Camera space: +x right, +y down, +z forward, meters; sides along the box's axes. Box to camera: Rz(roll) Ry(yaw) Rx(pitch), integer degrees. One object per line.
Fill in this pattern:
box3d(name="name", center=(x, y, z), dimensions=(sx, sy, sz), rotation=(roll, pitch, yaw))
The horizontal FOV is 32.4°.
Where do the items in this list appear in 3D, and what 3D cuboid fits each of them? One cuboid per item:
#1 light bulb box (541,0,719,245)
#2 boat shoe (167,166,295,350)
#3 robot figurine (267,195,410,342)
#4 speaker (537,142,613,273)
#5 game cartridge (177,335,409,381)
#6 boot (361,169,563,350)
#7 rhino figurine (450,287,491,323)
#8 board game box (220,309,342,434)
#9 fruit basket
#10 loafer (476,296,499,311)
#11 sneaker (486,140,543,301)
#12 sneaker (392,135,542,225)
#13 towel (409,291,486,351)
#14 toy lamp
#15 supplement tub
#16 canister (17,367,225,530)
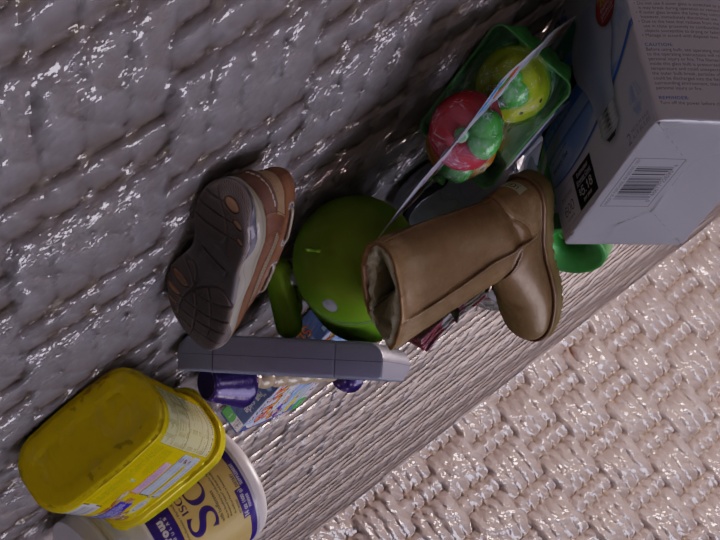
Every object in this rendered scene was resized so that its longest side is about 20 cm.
box3d(name="light bulb box", center=(0.249, -0.157, 1.085), dimensions=(0.123, 0.203, 0.199), rotation=(1, 151, -15))
box3d(name="boat shoe", center=(-0.095, -0.007, 0.962), dimensions=(0.071, 0.076, 0.201), rotation=(-32, 165, -36))
box3d(name="robot figurine", center=(0.000, 0.000, 1.135), dimensions=(0.172, 0.118, 0.200), rotation=(-9, 166, 4))
box3d(name="speaker", center=(0.220, -0.101, 1.212), dimensions=(0.089, 0.087, 0.202), rotation=(115, -7, -60))
box3d(name="game cartridge", center=(-0.062, 0.082, 1.157), dimensions=(0.197, 0.042, 0.133), rotation=(2, 170, 15))
box3d(name="boot", center=(0.089, 0.018, 1.080), dimensions=(0.199, 0.066, 0.178), rotation=(-29, 120, -36))
box3d(name="rhino figurine", center=(0.068, 0.008, 1.276), dimensions=(0.087, 0.060, 0.199), rotation=(-38, -151, -24))
box3d(name="board game box", center=(-0.063, 0.101, 1.443), dimensions=(0.200, 0.035, 0.135), rotation=(-49, 164, 28))
box3d(name="fruit basket", center=(0.103, -0.118, 1.042), dimensions=(0.186, 0.093, 0.200), rotation=(-51, -178, 36))
box3d(name="loafer", center=(0.129, 0.004, 1.388), dimensions=(0.070, 0.198, 0.071), rotation=(23, 80, -49))
box3d(name="sneaker", center=(0.159, -0.055, 1.303), dimensions=(0.076, 0.076, 0.202), rotation=(53, 47, -46))
box3d(name="sneaker", center=(0.138, -0.080, 1.236), dimensions=(0.199, 0.115, 0.075), rotation=(-35, 155, -18))
box3d(name="towel", center=(0.093, 0.000, 1.353), dimensions=(0.199, 0.143, 0.023), rotation=(-39, 127, -20))
box3d(name="toy lamp", center=(-0.083, 0.111, 1.311), dimensions=(0.198, 0.059, 0.058), rotation=(-4, 144, -44))
box3d(name="supplement tub", center=(-0.216, 0.273, 1.339), dimensions=(0.199, 0.146, 0.146), rotation=(-31, 163, -35))
box3d(name="canister", center=(-0.215, 0.166, 1.144), dimensions=(0.148, 0.087, 0.200), rotation=(-39, 164, -2))
